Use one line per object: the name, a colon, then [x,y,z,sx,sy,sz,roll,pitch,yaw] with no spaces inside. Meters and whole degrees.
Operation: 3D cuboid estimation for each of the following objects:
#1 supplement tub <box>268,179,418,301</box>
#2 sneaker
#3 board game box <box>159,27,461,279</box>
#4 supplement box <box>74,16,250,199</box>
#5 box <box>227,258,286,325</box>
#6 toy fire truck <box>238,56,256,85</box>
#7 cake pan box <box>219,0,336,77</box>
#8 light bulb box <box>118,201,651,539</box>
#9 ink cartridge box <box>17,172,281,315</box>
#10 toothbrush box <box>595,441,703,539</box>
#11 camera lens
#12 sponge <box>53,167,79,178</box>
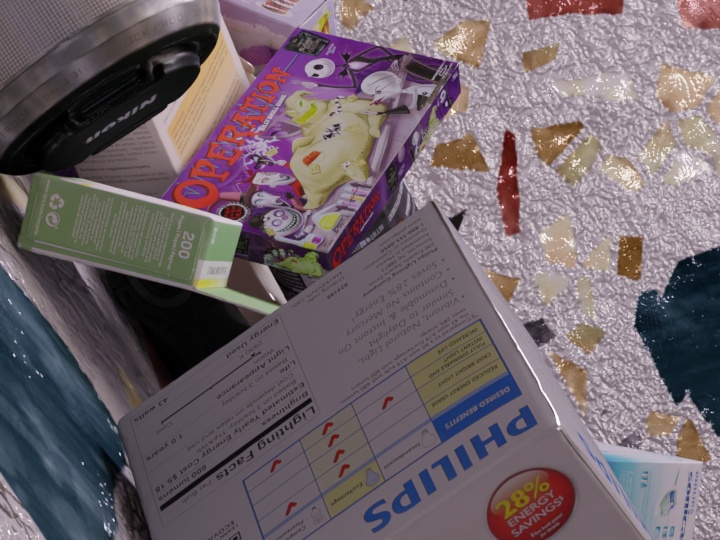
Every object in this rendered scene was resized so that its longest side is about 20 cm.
supplement tub: [0.000,0.000,1.591,0.107,0.106,0.200,60,-2,45]
sneaker: [-0.081,0.060,1.473,0.201,0.076,0.091,60,-1,24]
board game box: [-0.030,-0.076,1.496,0.200,0.119,0.032,-57,148,-42]
supplement box: [-0.132,-0.109,1.520,0.126,0.073,0.201,-68,147,-44]
box: [-0.074,0.048,1.648,0.201,0.068,0.082,59,4,32]
toy fire truck: [-0.099,-0.131,1.634,0.141,0.049,0.200,20,-18,47]
cake pan box: [-0.103,-0.149,1.750,0.199,0.052,0.185,25,-40,26]
light bulb box: [0.011,0.109,1.136,0.125,0.198,0.200,51,7,-34]
ink cartridge box: [-0.080,-0.007,1.348,0.198,0.048,0.146,14,1,4]
toothbrush box: [0.142,0.167,1.762,0.146,0.086,0.200,9,-1,32]
camera lens: [-0.184,-0.166,1.330,0.201,0.159,0.160,57,4,5]
sponge: [-0.177,-0.109,1.549,0.200,0.030,0.112,53,38,-52]
